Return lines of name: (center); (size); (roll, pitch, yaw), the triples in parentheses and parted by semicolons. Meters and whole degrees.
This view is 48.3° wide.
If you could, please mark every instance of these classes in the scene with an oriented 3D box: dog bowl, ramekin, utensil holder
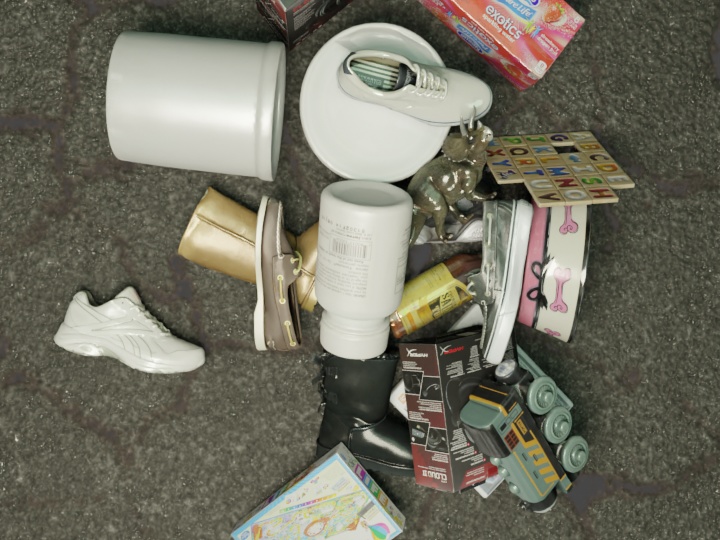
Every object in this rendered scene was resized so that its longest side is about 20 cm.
dog bowl: (0.248, -0.012, 1.037); (0.072, 0.200, 0.204); (8, 91, 9)
ramekin: (0.019, -0.212, 1.056); (0.199, 0.094, 0.206); (0, 92, -4)
utensil holder: (-0.199, -0.206, 1.004); (0.196, 0.170, 0.173); (5, 92, -3)

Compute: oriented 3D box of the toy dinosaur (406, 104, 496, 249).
toy dinosaur: (0.107, -0.104, 1.013); (0.102, 0.077, 0.200); (47, 115, -1)

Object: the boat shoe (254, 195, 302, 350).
boat shoe: (-0.102, 0.006, 1.013); (0.058, 0.072, 0.204); (3, 107, 3)

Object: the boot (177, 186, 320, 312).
boot: (-0.119, -0.058, 1.066); (0.198, 0.066, 0.177); (26, 89, -3)

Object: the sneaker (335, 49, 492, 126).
sneaker: (0.068, -0.221, 0.976); (0.196, 0.071, 0.074); (7, 91, -5)

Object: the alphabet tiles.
alphabet tiles: (0.249, -0.134, 1.035); (0.164, 0.201, 0.008); (-4, 122, -4)

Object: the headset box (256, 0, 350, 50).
headset box: (-0.055, -0.369, 0.984); (0.148, 0.200, 0.078); (-39, 94, -3)

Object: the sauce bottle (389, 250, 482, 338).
sauce bottle: (0.119, 0.019, 1.085); (0.198, 0.066, 0.067); (-30, 94, -1)

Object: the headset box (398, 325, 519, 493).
headset box: (0.137, 0.181, 1.033); (0.147, 0.077, 0.204); (-9, 94, -37)

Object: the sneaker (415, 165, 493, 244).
sneaker: (0.093, -0.094, 1.078); (0.196, 0.075, 0.116); (-3, 91, -10)

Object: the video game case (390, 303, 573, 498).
video game case: (0.167, 0.181, 1.116); (0.182, 0.023, 0.200); (-45, 95, -1)

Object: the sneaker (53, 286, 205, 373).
sneaker: (-0.295, 0.075, 1.052); (0.197, 0.078, 0.101); (15, 87, -6)

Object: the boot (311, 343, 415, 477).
boot: (0.029, 0.178, 1.066); (0.195, 0.073, 0.165); (7, 102, 6)

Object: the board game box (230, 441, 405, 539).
board game box: (-0.058, 0.340, 1.067); (0.199, 0.034, 0.135); (-39, 94, 17)

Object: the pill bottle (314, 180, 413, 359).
pill bottle: (0.000, 0.000, 0.997); (0.112, 0.115, 0.203); (4, 113, -4)

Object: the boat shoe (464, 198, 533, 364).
boat shoe: (0.162, 0.011, 0.984); (0.070, 0.072, 0.204); (9, 95, 9)

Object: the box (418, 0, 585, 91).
box: (0.182, -0.345, 1.063); (0.199, 0.095, 0.100); (39, 89, -5)

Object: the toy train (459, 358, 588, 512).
toy train: (0.203, 0.206, 0.987); (0.114, 0.085, 0.201); (-43, 117, -20)
